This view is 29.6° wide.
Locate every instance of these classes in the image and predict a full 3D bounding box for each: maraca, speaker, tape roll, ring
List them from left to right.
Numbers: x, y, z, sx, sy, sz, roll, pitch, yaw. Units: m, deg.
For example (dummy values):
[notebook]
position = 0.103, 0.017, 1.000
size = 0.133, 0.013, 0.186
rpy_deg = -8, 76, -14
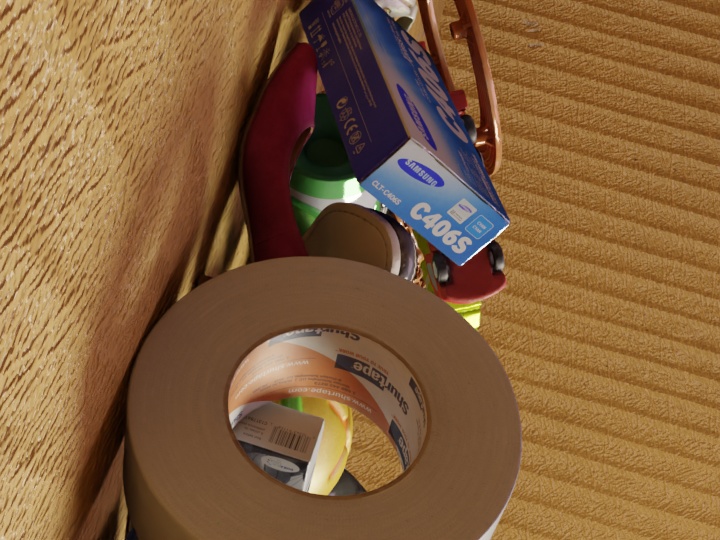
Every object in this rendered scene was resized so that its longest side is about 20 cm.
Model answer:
[maraca]
position = -0.066, 0.096, 0.913
size = 0.200, 0.107, 0.137
rpy_deg = -156, -112, -72
[speaker]
position = -0.031, -0.037, 0.981
size = 0.200, 0.088, 0.089
rpy_deg = 102, 5, -58
[tape roll]
position = -0.021, 0.089, 0.702
size = 0.066, 0.200, 0.200
rpy_deg = 104, 3, -48
[ring]
position = 0.064, -0.165, 1.012
size = 0.200, 0.019, 0.201
rpy_deg = 162, -90, -85

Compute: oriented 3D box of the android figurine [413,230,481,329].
[android figurine]
position = 0.063, -0.006, 1.168
size = 0.182, 0.041, 0.200
rpy_deg = 106, -31, -62

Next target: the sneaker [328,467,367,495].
[sneaker]
position = 0.021, 0.196, 0.997
size = 0.200, 0.099, 0.071
rpy_deg = 66, 39, -57

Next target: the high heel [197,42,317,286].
[high heel]
position = -0.033, -0.035, 0.827
size = 0.067, 0.096, 0.200
rpy_deg = 65, 41, -85

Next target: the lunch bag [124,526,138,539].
[lunch bag]
position = -0.094, 0.228, 0.713
size = 0.200, 0.136, 0.132
rpy_deg = -68, 174, -54

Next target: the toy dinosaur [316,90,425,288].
[toy dinosaur]
position = 0.001, -0.046, 1.086
size = 0.136, 0.102, 0.200
rpy_deg = -162, -116, -74

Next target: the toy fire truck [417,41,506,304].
[toy fire truck]
position = 0.053, -0.074, 0.999
size = 0.141, 0.049, 0.200
rpy_deg = 167, -89, -84

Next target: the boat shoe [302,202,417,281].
[boat shoe]
position = 0.000, 0.000, 0.864
size = 0.200, 0.063, 0.073
rpy_deg = 158, -69, -67

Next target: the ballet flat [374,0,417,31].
[ballet flat]
position = 0.010, -0.205, 1.008
size = 0.200, 0.072, 0.072
rpy_deg = 88, 19, -81

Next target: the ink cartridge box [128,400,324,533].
[ink cartridge box]
position = -0.086, 0.151, 0.815
size = 0.039, 0.099, 0.200
rpy_deg = -71, 175, -47

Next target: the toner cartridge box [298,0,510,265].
[toner cartridge box]
position = 0.023, -0.098, 0.844
size = 0.043, 0.095, 0.200
rpy_deg = -41, -143, 18
